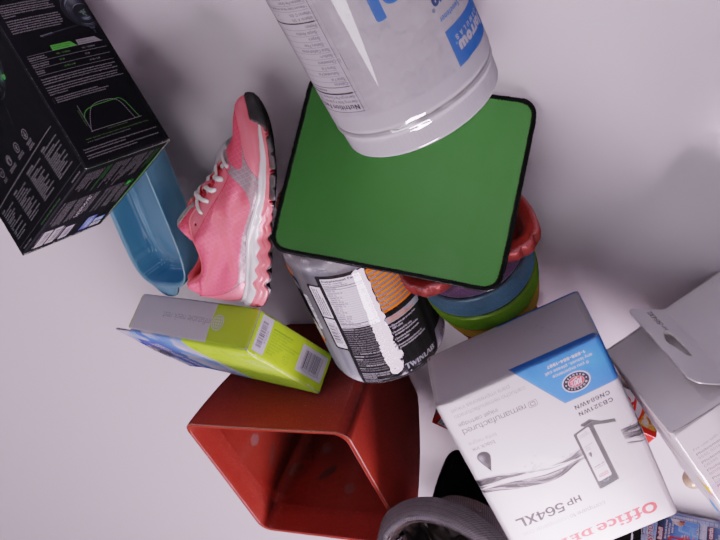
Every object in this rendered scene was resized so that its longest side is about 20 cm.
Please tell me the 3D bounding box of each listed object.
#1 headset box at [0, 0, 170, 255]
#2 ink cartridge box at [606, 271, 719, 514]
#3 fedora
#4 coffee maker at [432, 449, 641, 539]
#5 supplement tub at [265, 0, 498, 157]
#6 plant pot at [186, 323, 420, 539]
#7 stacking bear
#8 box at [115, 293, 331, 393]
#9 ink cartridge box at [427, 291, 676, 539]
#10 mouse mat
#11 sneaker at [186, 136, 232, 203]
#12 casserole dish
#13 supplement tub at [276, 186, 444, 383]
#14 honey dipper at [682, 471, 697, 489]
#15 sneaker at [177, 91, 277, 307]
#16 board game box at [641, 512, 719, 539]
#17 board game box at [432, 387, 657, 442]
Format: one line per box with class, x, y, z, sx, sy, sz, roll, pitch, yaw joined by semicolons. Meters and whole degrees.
headset box;-0.291;-0.147;0.793;0.174;0.093;0.201;-35;87;46
ink cartridge box;0.317;0.113;0.755;0.125;0.129;0.200;-36;118;7
fedora;0.112;0.300;0.876;0.199;0.090;0.178;29;120;25
coffee maker;0.182;0.248;0.951;0.199;0.135;0.194;-6;107;32
supplement tub;0.003;-0.196;0.614;0.131;0.132;0.201;-8;130;33
plant pot;-0.036;0.168;0.985;0.199;0.177;0.201;-2;133;29
stacking bear;0.116;0.019;0.805;0.121;0.114;0.200;-23;136;8
box;-0.142;0.073;0.905;0.199;0.048;0.122;5;158;39
ink cartridge box;0.166;0.143;0.762;0.145;0.084;0.201;-26;112;10
mouse mat;0.033;-0.077;0.721;0.198;0.162;0.008;11;172;15
sneaker;-0.147;-0.057;0.885;0.080;0.070;0.201;34;137;16
casserole dish;-0.214;-0.072;0.876;0.121;0.039;0.201;3;118;51
supplement tub;0.000;0.000;0.831;0.122;0.123;0.201;0;133;26
honey dipper;0.344;0.167;0.909;0.038;0.038;0.201;2;138;24
sneaker;-0.119;-0.057;0.779;0.086;0.074;0.202;1;116;-9
board game box;0.399;0.361;1.065;0.198;0.062;0.201;18;139;10
board game box;0.196;0.154;0.954;0.199;0.046;0.152;24;141;1
